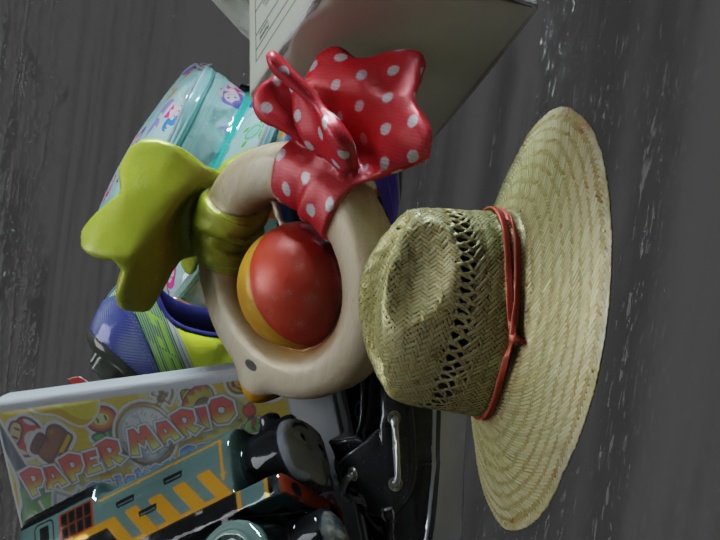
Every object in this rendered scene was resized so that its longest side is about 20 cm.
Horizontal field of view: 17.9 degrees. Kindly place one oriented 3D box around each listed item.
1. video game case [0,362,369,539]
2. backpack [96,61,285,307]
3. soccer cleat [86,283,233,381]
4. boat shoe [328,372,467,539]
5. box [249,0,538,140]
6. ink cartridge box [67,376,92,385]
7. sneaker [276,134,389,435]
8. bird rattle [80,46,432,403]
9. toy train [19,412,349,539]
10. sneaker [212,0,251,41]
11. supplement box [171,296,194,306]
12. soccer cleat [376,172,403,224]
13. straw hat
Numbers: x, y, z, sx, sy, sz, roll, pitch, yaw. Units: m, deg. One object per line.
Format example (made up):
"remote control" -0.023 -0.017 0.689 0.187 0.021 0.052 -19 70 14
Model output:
"video game case" -0.090 0.144 1.244 0.023 0.199 0.183 -39 -61 -69
"backpack" -0.079 -0.041 1.452 0.178 0.150 0.200 -60 19 -2
"soccer cleat" -0.061 0.069 1.292 0.084 0.200 0.065 -55 14 0
"boat shoe" 0.016 0.099 1.174 0.072 0.067 0.202 173 103 -75
"box" 0.012 -0.191 1.207 0.128 0.108 0.201 -49 35 48
"ink cartridge box" -0.096 0.137 1.338 0.057 0.199 0.163 -60 7 -8
"sneaker" 0.000 0.000 1.238 0.070 0.077 0.202 -32 -55 -66
"bird rattle" -0.030 -0.019 1.151 0.199 0.112 0.164 -22 88 35
"toy train" -0.094 0.149 1.173 0.199 0.085 0.115 -29 53 25
"sneaker" -0.040 -0.169 1.300 0.088 0.200 0.075 -44 -11 3
"supplement box" -0.110 0.075 1.424 0.067 0.068 0.200 -64 0 -15
"soccer cleat" 0.006 -0.112 1.333 0.073 0.068 0.202 -15 70 60
"straw hat" 0.044 0.019 1.062 0.201 0.084 0.203 -173 90 -77
